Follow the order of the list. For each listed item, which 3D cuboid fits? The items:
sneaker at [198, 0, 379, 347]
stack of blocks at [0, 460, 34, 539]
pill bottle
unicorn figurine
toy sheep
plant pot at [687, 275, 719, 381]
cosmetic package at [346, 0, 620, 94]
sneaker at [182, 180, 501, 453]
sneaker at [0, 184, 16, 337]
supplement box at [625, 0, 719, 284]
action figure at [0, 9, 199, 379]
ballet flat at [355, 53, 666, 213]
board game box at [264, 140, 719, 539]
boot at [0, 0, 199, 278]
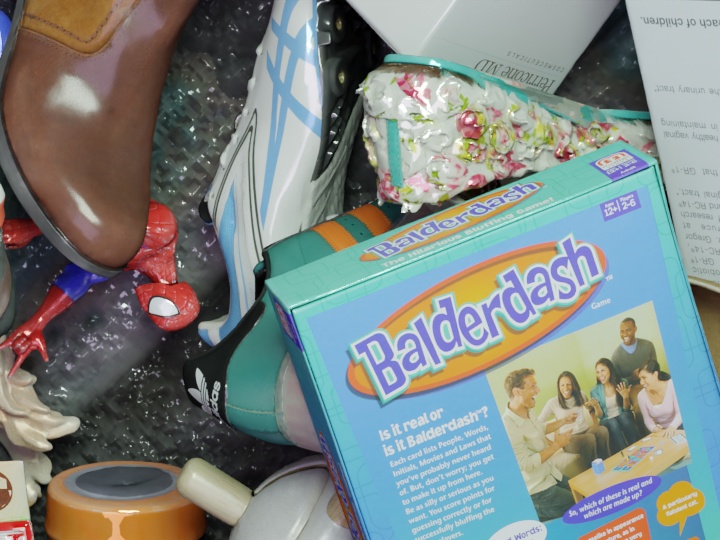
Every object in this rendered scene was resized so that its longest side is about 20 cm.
[{"bbox_3d":[-0.035,-0.053,1.228,0.072,0.072,0.201,10,102,17],"label":"sneaker"},{"bbox_3d":[-0.182,0.179,1.251,0.058,0.200,0.116,-3,61,-17],"label":"stack of blocks"},{"bbox_3d":[-0.105,0.190,1.280,0.105,0.106,0.201,3,104,11],"label":"pill bottle"},{"bbox_3d":[-0.236,0.084,1.307,0.199,0.074,0.138,-35,96,-1],"label":"unicorn figurine"},{"bbox_3d":[0.013,0.131,1.183,0.199,0.138,0.138,34,108,-2],"label":"toy sheep"},{"bbox_3d":[0.142,0.086,1.160,0.199,0.027,0.201,20,128,28],"label":"plant pot"},{"bbox_3d":[0.079,-0.175,1.144,0.085,0.107,0.201,45,111,31],"label":"cosmetic package"},{"bbox_3d":[0.000,0.000,1.180,0.079,0.200,0.072,10,126,30],"label":"sneaker"},{"bbox_3d":[-0.206,-0.012,1.224,0.077,0.200,0.082,-26,115,-21],"label":"sneaker"},{"bbox_3d":[0.184,-0.062,1.128,0.103,0.101,0.201,5,118,43],"label":"supplement box"},{"bbox_3d":[-0.156,-0.037,1.245,0.200,0.065,0.099,47,69,-3],"label":"action figure"},{"bbox_3d":[0.067,-0.043,1.150,0.075,0.199,0.064,4,88,43],"label":"ballet flat"},{"bbox_3d":[0.066,0.071,1.092,0.151,0.045,0.201,-21,108,-9],"label":"board game box"},{"bbox_3d":[-0.062,-0.114,1.166,0.199,0.068,0.189,-27,53,33],"label":"boot"}]
